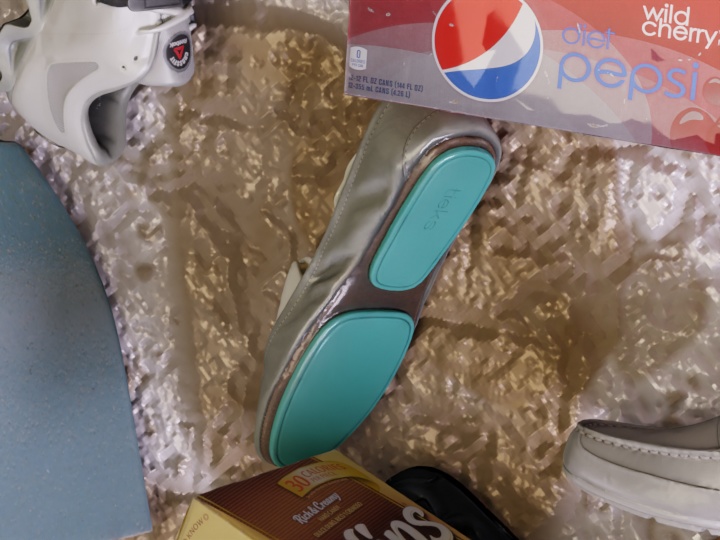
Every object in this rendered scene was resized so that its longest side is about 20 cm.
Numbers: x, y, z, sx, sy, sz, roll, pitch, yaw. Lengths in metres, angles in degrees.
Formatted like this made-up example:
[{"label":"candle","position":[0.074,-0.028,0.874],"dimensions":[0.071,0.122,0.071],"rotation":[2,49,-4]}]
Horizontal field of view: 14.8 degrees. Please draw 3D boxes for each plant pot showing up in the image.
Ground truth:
[{"label":"plant pot","position":[-0.233,0.037,1.338],"dimensions":[0.195,0.195,0.202],"rotation":[-2,91,29]}]

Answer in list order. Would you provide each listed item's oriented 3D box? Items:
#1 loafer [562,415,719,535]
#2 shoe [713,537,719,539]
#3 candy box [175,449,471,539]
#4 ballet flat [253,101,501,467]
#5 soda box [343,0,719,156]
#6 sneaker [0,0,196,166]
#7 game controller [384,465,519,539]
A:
[{"label":"loafer","position":[0.183,0.078,1.182],"dimensions":[0.199,0.070,0.070],"rotation":[6,100,20]},{"label":"shoe","position":[0.130,0.190,1.243],"dimensions":[0.070,0.053,0.200],"rotation":[47,119,11]},{"label":"candy box","position":[0.024,0.159,1.207],"dimensions":[0.199,0.116,0.057],"rotation":[31,112,25]},{"label":"ballet flat","position":[0.000,0.000,1.275],"dimensions":[0.064,0.067,0.201],"rotation":[53,124,40]},{"label":"soda box","position":[0.096,-0.097,1.176],"dimensions":[0.199,0.063,0.070],"rotation":[11,108,19]},{"label":"sneaker","position":[-0.099,-0.134,1.285],"dimensions":[0.088,0.074,0.200],"rotation":[41,128,14]},{"label":"game controller","position":[0.006,0.185,1.327],"dimensions":[0.104,0.042,0.200],"rotation":[40,119,-1]}]
